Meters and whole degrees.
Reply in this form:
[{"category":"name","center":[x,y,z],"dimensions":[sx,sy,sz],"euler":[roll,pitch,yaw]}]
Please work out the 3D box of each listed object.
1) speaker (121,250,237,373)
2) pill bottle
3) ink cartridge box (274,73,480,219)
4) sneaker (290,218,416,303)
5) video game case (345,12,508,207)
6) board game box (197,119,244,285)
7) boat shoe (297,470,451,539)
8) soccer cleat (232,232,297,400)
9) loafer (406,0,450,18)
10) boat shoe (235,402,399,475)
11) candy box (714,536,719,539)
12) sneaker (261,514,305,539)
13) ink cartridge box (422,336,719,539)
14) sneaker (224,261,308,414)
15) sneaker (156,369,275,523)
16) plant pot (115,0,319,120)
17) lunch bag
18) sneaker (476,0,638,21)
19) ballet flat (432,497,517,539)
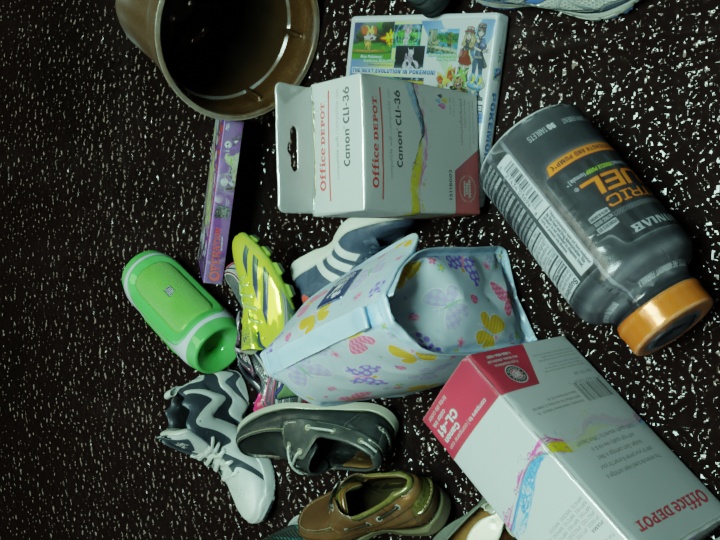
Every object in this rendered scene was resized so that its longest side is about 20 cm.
[{"category":"speaker","center":[-0.241,0.052,1.130],"dimensions":[0.200,0.088,0.089],"euler":[38,117,37]},{"category":"pill bottle","center":[0.191,-0.030,0.682],"dimensions":[0.106,0.106,0.200],"euler":[-51,59,34]},{"category":"ink cartridge box","center":[0.020,-0.105,0.750],"dimensions":[0.067,0.200,0.117],"euler":[-1,91,45]},{"category":"sneaker","center":[0.000,0.000,0.899],"dimensions":[0.200,0.075,0.085],"euler":[-36,65,51]},{"category":"video game case","center":[0.055,-0.168,0.869],"dimensions":[0.200,0.022,0.183],"euler":[16,103,44]},{"category":"board game box","center":[-0.177,-0.094,1.063],"dimensions":[0.120,0.032,0.201],"euler":[-141,59,-67]},{"category":"boat shoe","center":[-0.001,0.245,0.897],"dimensions":[0.200,0.068,0.072],"euler":[-24,37,35]},{"category":"soccer cleat","center":[-0.106,0.048,0.937],"dimensions":[0.200,0.084,0.065],"euler":[61,174,16]},{"category":"loafer","center":[0.035,-0.330,0.857],"dimensions":[0.070,0.068,0.201],"euler":[-48,55,13]},{"category":"boat shoe","center":[-0.058,0.187,0.923],"dimensions":[0.199,0.068,0.072],"euler":[-8,131,28]},{"category":"candy box","center":[0.273,0.320,0.640],"dimensions":[0.168,0.071,0.200],"euler":[53,125,29]},{"category":"sneaker","center":[-0.041,0.346,0.941],"dimensions":[0.200,0.091,0.078],"euler":[16,104,43]},{"category":"ink cartridge box","center":[0.170,0.155,0.682],"dimensions":[0.200,0.147,0.086],"euler":[52,125,31]},{"category":"sneaker","center":[-0.119,0.075,0.998],"dimensions":[0.081,0.074,0.200],"euler":[103,145,-61]},{"category":"sneaker","center":[-0.189,0.226,1.055],"dimensions":[0.079,0.129,0.200],"euler":[-24,75,44]},{"category":"plant pot","center":[-0.184,-0.301,0.993],"dimensions":[0.198,0.200,0.201],"euler":[36,117,45]},{"category":"lunch bag","center":[0.031,0.049,0.778],"dimensions":[0.169,0.200,0.127],"euler":[-31,71,42]},{"category":"sneaker","center":[0.156,-0.256,0.720],"dimensions":[0.200,0.085,0.077],"euler":[11,100,43]},{"category":"ballet flat","center":[0.102,0.270,0.809],"dimensions":[0.067,0.064,0.200],"euler":[44,122,19]}]
